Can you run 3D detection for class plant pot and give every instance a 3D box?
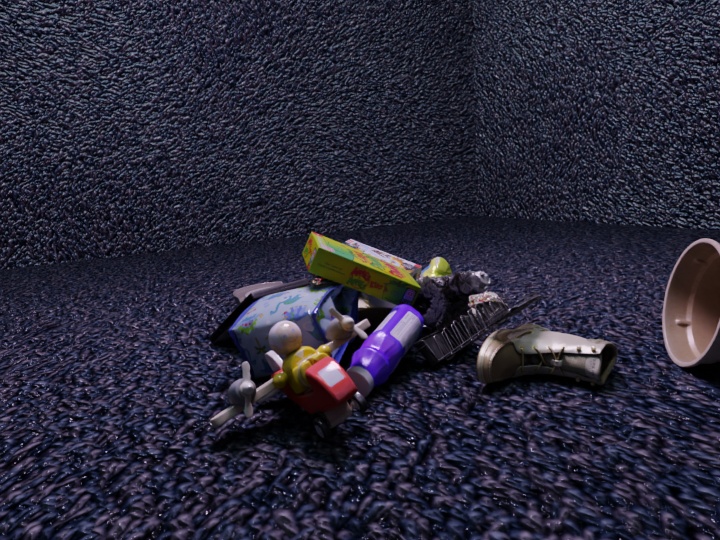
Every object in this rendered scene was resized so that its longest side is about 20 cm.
[{"bbox_3d":[0.602,0.066,0.838,0.182,0.203,0.200,10,12,8],"label":"plant pot"}]

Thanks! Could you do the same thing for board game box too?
[{"bbox_3d":[0.000,0.000,0.975,0.198,0.048,0.102,21,13,-19],"label":"board game box"},{"bbox_3d":[0.015,-0.007,1.172,0.199,0.035,0.126,22,33,32],"label":"board game box"}]

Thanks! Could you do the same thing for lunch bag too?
[{"bbox_3d":[-0.101,0.087,0.948,0.168,0.128,0.200,-11,23,19],"label":"lunch bag"}]

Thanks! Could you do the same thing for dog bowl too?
[{"bbox_3d":[-0.212,0.074,1.349,0.198,0.059,0.200,-3,9,0],"label":"dog bowl"}]

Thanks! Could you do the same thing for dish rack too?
[{"bbox_3d":[0.201,0.086,0.912,0.200,0.055,0.153,-42,-16,35],"label":"dish rack"}]

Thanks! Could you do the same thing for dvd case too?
[{"bbox_3d":[-0.206,0.082,1.104,0.142,0.018,0.200,-16,-18,-46],"label":"dvd case"}]

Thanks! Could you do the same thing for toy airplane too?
[{"bbox_3d":[-0.088,0.130,0.745,0.197,0.142,0.200,-17,18,15],"label":"toy airplane"}]

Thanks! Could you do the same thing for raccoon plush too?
[{"bbox_3d":[0.190,0.050,0.980,0.133,0.098,0.199,-4,-2,-37],"label":"raccoon plush"}]

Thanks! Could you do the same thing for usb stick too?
[{"bbox_3d":[0.119,0.102,1.160,0.055,0.033,0.200,-2,10,1],"label":"usb stick"}]

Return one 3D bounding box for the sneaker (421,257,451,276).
[{"bbox_3d":[0.144,0.055,1.186,0.105,0.076,0.200,-36,14,31],"label":"sneaker"}]

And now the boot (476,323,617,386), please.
[{"bbox_3d":[0.283,0.135,0.826,0.199,0.073,0.154,-12,16,-43],"label":"boot"}]

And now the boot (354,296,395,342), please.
[{"bbox_3d":[0.017,0.095,1.072,0.198,0.073,0.155,-8,8,16],"label":"boot"}]

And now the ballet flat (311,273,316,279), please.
[{"bbox_3d":[-0.042,0.031,1.240,0.068,0.068,0.199,-17,24,-32],"label":"ballet flat"}]

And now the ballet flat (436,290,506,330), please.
[{"bbox_3d":[0.235,0.086,1.119,0.199,0.076,0.064,-16,32,-40],"label":"ballet flat"}]

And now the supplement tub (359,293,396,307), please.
[{"bbox_3d":[0.030,0.025,1.340,0.131,0.133,0.200,-6,11,-17],"label":"supplement tub"}]

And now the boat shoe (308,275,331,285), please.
[{"bbox_3d":[-0.090,0.044,1.188,0.073,0.064,0.201,-18,5,-35],"label":"boat shoe"}]

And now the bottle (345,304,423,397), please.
[{"bbox_3d":[0.037,0.129,0.879,0.065,0.084,0.200,36,34,9],"label":"bottle"}]
